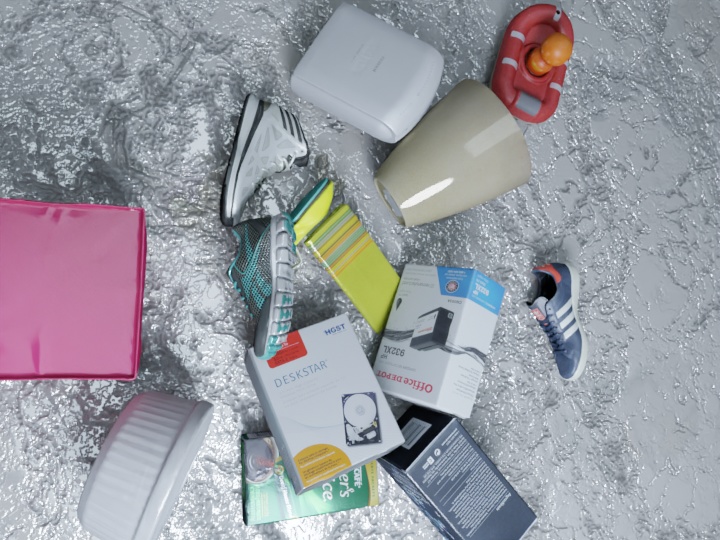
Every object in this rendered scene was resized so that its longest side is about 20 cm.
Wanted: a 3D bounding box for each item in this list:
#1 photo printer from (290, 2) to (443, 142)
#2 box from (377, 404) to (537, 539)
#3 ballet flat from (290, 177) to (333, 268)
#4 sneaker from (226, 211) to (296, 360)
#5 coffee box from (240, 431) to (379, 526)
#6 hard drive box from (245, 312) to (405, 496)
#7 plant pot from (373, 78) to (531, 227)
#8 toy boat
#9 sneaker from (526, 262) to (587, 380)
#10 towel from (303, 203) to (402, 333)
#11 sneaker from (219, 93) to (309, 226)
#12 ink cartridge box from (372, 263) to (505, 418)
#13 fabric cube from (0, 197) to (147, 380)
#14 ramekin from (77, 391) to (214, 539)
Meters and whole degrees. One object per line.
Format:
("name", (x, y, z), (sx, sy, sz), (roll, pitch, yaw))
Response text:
("photo printer", (0.017, -0.297, 0.932), (0.199, 0.069, 0.167), (30, 76, 8))
("box", (0.133, 0.315, 0.905), (0.107, 0.148, 0.200), (-43, 98, -17))
("ballet flat", (-0.098, -0.047, 0.906), (0.200, 0.067, 0.067), (-46, 107, -10))
("sneaker", (-0.139, 0.020, 0.831), (0.090, 0.078, 0.202), (1, 78, 8))
("coffee box", (-0.072, 0.291, 0.891), (0.198, 0.044, 0.124), (0, 84, -19))
("hard drive box", (-0.054, 0.184, 0.856), (0.155, 0.077, 0.201), (-20, 70, -20))
("plant pot", (0.126, -0.159, 0.945), (0.199, 0.187, 0.188), (-34, 96, -5))
("toy boat", (0.309, -0.360, 1.038), (0.130, 0.131, 0.201), (20, 79, -17))
("sneaker", (0.325, 0.085, 1.036), (0.084, 0.075, 0.202), (3, 74, -20))
("towel", (0.000, 0.000, 0.929), (0.086, 0.018, 0.200), (-44, 118, -13))
("sneaker", (-0.135, -0.151, 0.894), (0.115, 0.076, 0.202), (15, 78, -15))
("ink cartridge box", (0.112, 0.100, 0.910), (0.083, 0.145, 0.201), (28, 75, -40))
("fabric cube", (-0.364, 0.028, 0.733), (0.198, 0.199, 0.198), (4, 85, -19))
("ramekin", (-0.265, 0.245, 0.756), (0.094, 0.202, 0.204), (22, 78, -3))
